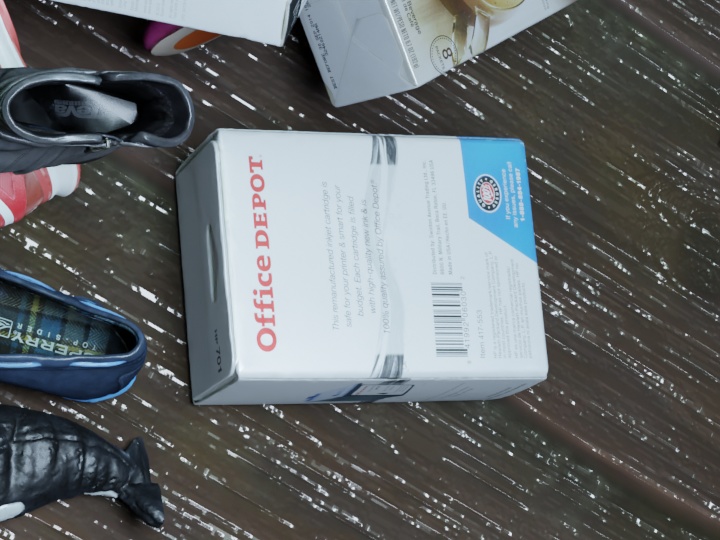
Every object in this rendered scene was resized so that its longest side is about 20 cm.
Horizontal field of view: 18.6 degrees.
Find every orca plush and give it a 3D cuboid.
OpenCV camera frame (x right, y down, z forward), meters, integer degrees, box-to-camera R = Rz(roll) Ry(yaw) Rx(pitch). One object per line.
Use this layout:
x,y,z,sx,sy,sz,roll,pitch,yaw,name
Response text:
-0.197,0.112,1.179,0.199,0.071,0.106,15,71,-20,orca plush

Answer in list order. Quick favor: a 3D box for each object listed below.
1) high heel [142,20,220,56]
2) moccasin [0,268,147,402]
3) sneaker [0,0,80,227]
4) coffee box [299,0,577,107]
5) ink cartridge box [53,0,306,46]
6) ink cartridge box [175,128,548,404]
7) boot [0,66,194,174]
-0.079,-0.208,1.323,0.096,0.067,0.200,50,55,1,high heel
-0.210,0.017,1.197,0.199,0.068,0.081,10,67,-21,moccasin
-0.249,-0.107,1.211,0.115,0.078,0.201,-34,90,-28,sneaker
0.054,-0.190,1.328,0.200,0.080,0.114,-32,105,-39,coffee box
-0.127,-0.175,1.227,0.198,0.037,0.095,14,29,4,ink cartridge box
0.000,0.000,1.287,0.198,0.086,0.148,0,76,-22,ink cartridge box
-0.196,-0.081,1.132,0.199,0.131,0.070,-11,95,-23,boot
